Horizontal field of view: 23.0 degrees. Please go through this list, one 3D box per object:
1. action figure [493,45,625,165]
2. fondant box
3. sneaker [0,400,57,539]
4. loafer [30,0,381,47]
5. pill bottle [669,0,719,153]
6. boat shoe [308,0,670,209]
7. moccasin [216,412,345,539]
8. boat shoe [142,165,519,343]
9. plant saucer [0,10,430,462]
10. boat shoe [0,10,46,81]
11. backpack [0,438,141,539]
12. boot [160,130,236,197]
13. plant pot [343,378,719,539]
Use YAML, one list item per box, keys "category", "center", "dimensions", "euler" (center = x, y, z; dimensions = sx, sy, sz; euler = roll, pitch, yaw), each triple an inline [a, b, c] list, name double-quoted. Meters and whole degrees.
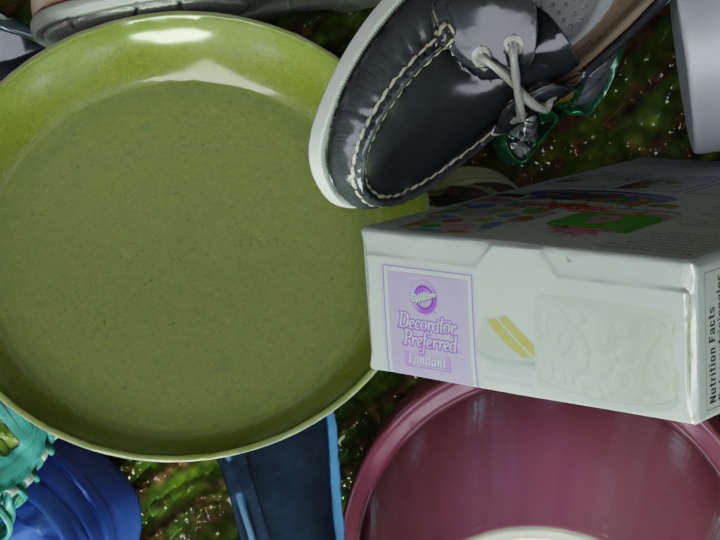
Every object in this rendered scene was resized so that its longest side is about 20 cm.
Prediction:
- category: "action figure"
  center: [0.095, -0.141, 0.774]
  dimensions: [0.117, 0.055, 0.201]
  euler: [14, 107, -7]
- category: "fondant box"
  center: [0.118, -0.001, 0.683]
  dimensions: [0.144, 0.199, 0.059]
  euler: [7, 104, 41]
- category: "sneaker"
  center: [-0.160, 0.079, 0.718]
  dimensions: [0.080, 0.199, 0.078]
  euler: [44, 147, 30]
- category: "loafer"
  center: [-0.050, -0.143, 0.782]
  dimensions: [0.199, 0.072, 0.063]
  euler: [-11, 81, -9]
- category: "pill bottle"
  center: [0.231, -0.103, 0.727]
  dimensions: [0.199, 0.111, 0.112]
  euler: [-8, 98, 9]
- category: "boat shoe"
  center: [0.065, -0.093, 0.686]
  dimensions: [0.200, 0.060, 0.074]
  euler: [-42, 135, -17]
- category: "moccasin"
  center: [-0.041, 0.145, 0.776]
  dimensions: [0.068, 0.081, 0.201]
  euler: [-2, 62, -8]
- category: "boat shoe"
  center: [0.001, 0.001, 0.756]
  dimensions: [0.200, 0.066, 0.072]
  euler: [-16, 107, -27]
- category: "plant saucer"
  center: [-0.071, -0.013, 0.710]
  dimensions: [0.198, 0.031, 0.201]
  euler: [1, 63, -1]
- category: "boat shoe"
  center: [-0.129, -0.070, 0.812]
  dimensions: [0.199, 0.062, 0.075]
  euler: [33, 98, -6]
- category: "backpack"
  center: [-0.217, 0.132, 0.815]
  dimensions: [0.199, 0.168, 0.163]
  euler: [33, 110, 1]
- category: "boot"
  center: [-0.120, 0.027, 0.798]
  dimensions: [0.200, 0.071, 0.145]
  euler: [-19, 128, 0]
- category: "plant pot"
  center: [0.081, 0.144, 0.762]
  dimensions: [0.198, 0.179, 0.202]
  euler: [2, 101, 9]
